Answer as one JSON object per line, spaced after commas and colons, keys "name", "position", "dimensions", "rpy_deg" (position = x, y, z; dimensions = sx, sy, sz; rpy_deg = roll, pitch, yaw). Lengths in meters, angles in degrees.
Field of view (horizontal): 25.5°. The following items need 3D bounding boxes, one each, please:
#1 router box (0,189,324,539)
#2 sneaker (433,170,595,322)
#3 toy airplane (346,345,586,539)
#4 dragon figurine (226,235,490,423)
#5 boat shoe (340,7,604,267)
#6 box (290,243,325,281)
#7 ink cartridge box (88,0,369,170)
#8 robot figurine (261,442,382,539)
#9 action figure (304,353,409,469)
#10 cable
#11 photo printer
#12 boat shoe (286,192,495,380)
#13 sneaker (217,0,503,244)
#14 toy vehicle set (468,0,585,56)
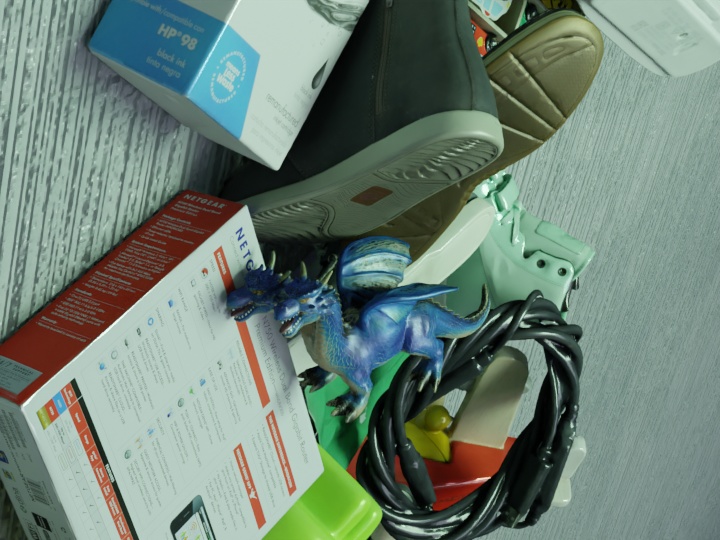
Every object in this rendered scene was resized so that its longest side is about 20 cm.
{"name": "router box", "position": [-0.110, 0.089, 0.879], "dimensions": [0.179, 0.048, 0.202], "rpy_deg": [-44, 134, -36]}
{"name": "sneaker", "position": [0.112, -0.050, 1.127], "dimensions": [0.074, 0.117, 0.203], "rpy_deg": [-51, 144, -61]}
{"name": "toy airplane", "position": [0.074, 0.135, 1.240], "dimensions": [0.199, 0.142, 0.199], "rpy_deg": [-34, 146, 15]}
{"name": "dragon figurine", "position": [0.016, 0.020, 0.908], "dimensions": [0.198, 0.059, 0.100], "rpy_deg": [-17, 130, -31]}
{"name": "boat shoe", "position": [0.056, -0.086, 0.936], "dimensions": [0.200, 0.065, 0.073], "rpy_deg": [-42, 128, 16]}
{"name": "box", "position": [-0.036, 0.028, 1.038], "dimensions": [0.200, 0.038, 0.042], "rpy_deg": [-47, 151, -32]}
{"name": "ink cartridge box", "position": [-0.041, -0.167, 0.802], "dimensions": [0.201, 0.066, 0.116], "rpy_deg": [-62, 155, -4]}
{"name": "robot figurine", "position": [-0.078, 0.202, 1.014], "dimensions": [0.200, 0.116, 0.176], "rpy_deg": [-46, 161, -6]}
{"name": "action figure", "position": [0.006, 0.059, 1.134], "dimensions": [0.200, 0.054, 0.119], "rpy_deg": [-51, 153, -40]}
{"name": "cable", "position": [0.080, 0.101, 1.112], "dimensions": [0.161, 0.051, 0.202], "rpy_deg": [6, 114, -24]}
{"name": "photo printer", "position": [0.166, -0.240, 1.020], "dimensions": [0.069, 0.202, 0.166], "rpy_deg": [-23, 158, 25]}
{"name": "boat shoe", "position": [0.000, 0.000, 1.011], "dimensions": [0.199, 0.062, 0.073], "rpy_deg": [-36, 157, -30]}
{"name": "sneaker", "position": [-0.006, -0.086, 0.887], "dimensions": [0.074, 0.199, 0.107], "rpy_deg": [17, 61, -46]}
{"name": "toy vehicle set", "position": [0.073, -0.175, 0.973], "dimensions": [0.199, 0.026, 0.126], "rpy_deg": [30, 74, -49]}
